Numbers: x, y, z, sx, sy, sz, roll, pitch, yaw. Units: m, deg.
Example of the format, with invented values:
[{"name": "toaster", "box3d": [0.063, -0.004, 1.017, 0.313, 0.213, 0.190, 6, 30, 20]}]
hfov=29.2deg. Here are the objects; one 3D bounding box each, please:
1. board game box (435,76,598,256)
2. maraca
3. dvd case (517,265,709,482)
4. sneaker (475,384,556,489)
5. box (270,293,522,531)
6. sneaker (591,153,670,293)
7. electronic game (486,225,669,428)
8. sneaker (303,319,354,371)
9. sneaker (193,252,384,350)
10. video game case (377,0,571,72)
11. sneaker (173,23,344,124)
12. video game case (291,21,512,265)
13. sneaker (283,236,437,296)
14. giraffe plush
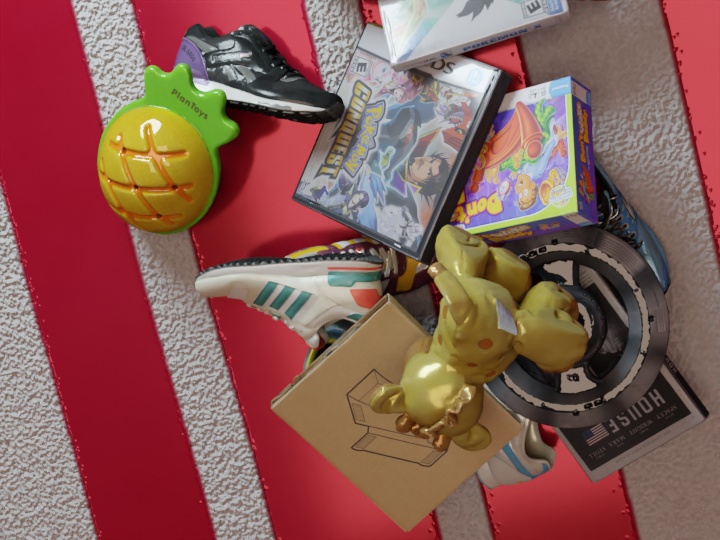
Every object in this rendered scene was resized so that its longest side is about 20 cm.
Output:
[{"name": "board game box", "box3d": [0.131, -0.097, 1.353, 0.198, 0.045, 0.136, -12, 71, 34]}, {"name": "maraca", "box3d": [-0.201, -0.122, 1.428, 0.136, 0.107, 0.201, 33, 125, -2]}, {"name": "dvd case", "box3d": [0.237, 0.102, 1.407, 0.150, 0.025, 0.201, -37, 89, 34]}, {"name": "sneaker", "box3d": [0.139, 0.124, 1.422, 0.080, 0.077, 0.202, -16, 104, 26]}, {"name": "box", "box3d": [0.037, 0.143, 1.363, 0.163, 0.021, 0.200, -42, 108, 12]}, {"name": "sneaker", "box3d": [0.236, -0.049, 1.377, 0.078, 0.090, 0.201, -37, 90, 11]}, {"name": "electronic game", "box3d": [0.202, 0.054, 1.352, 0.197, 0.042, 0.203, 1, 96, 13]}, {"name": "sneaker", "box3d": [-0.004, 0.149, 1.428, 0.079, 0.131, 0.202, -27, 93, 11]}, {"name": "sneaker", "box3d": [-0.071, 0.034, 1.366, 0.197, 0.070, 0.095, -3, 95, 14]}, {"name": "video game case", "box3d": [0.099, -0.312, 1.364, 0.180, 0.022, 0.202, -15, 71, 12]}, {"name": "sneaker", "box3d": [-0.105, -0.207, 1.416, 0.198, 0.076, 0.089, 14, 91, 21]}, {"name": "video game case", "box3d": [0.037, -0.131, 1.382, 0.180, 0.025, 0.202, 26, 94, 35]}, {"name": "sneaker", "box3d": [0.000, 0.000, 1.428, 0.198, 0.090, 0.076, -15, 95, 12]}, {"name": "giraffe plush", "box3d": [0.098, 0.080, 1.265, 0.172, 0.200, 0.163, 34, 112, 5]}]
